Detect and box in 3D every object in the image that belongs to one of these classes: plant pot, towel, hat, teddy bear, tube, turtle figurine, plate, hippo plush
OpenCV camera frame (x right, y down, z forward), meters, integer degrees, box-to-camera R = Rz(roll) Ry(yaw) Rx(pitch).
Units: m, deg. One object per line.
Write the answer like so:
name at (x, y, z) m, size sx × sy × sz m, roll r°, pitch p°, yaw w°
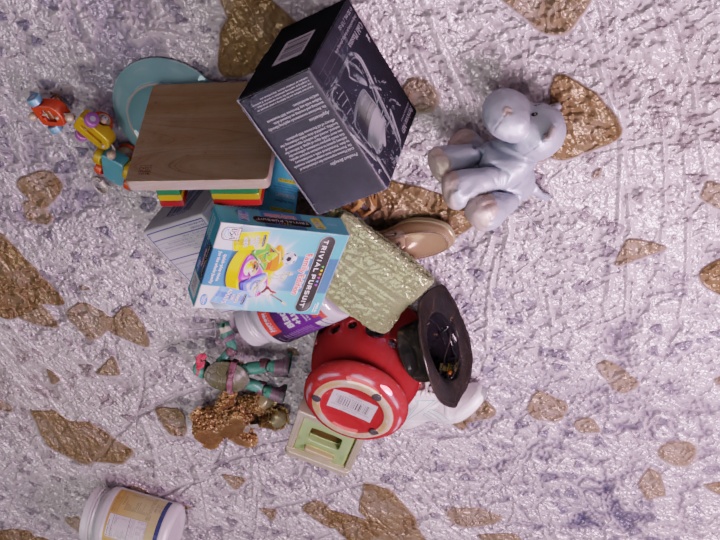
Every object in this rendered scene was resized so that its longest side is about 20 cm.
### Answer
plant pot at (0.007, 0.171, 1.743) m, size 0.199 × 0.183 × 0.201 m, roll 11°, pitch 134°, yaw 11°
towel at (0.000, 0.000, 1.594) m, size 0.200 × 0.037 × 0.148 m, roll 35°, pitch 120°, yaw -13°
hat at (0.108, 0.122, 1.664) m, size 0.080 × 0.201 × 0.201 m, roll -6°, pitch 128°, yaw 29°
teddy bear at (-0.232, 0.280, 2.007) m, size 0.200 × 0.067 × 0.145 m, roll -34°, pitch 122°, yaw 31°
tube at (-0.130, -0.070, 1.572) m, size 0.077 × 0.201 × 0.050 m, roll 9°, pitch -179°, yaw -25°
turtle figurine at (-0.229, 0.180, 1.892) m, size 0.199 × 0.101 × 0.150 m, roll 12°, pitch 133°, yaw 1°
plate at (-0.293, -0.233, 1.598) m, size 0.199 × 0.026 × 0.201 m, roll 9°, pitch 131°, yaw 10°
hippo plush at (0.205, -0.151, 1.407) m, size 0.199 × 0.160 × 0.161 m, roll 29°, pitch 133°, yaw -7°

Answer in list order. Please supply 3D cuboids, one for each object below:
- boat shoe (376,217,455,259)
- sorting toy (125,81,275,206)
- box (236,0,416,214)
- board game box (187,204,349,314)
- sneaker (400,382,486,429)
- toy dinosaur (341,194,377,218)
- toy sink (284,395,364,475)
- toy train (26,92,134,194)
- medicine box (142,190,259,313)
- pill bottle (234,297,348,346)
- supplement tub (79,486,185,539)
boat shoe at (0.053, -0.030, 1.628) m, size 0.199 × 0.065 × 0.071 m, roll -11°, pitch 125°, yaw 27°
sorting toy at (-0.212, -0.177, 1.487) m, size 0.199 × 0.200 × 0.070 m, roll -1°, pitch 141°, yaw 7°
box at (-0.038, -0.221, 1.401) m, size 0.123 × 0.201 × 0.197 m, roll -17°, pitch 123°, yaw 29°
board game box at (-0.134, -0.012, 1.508) m, size 0.199 × 0.047 × 0.152 m, roll 5°, pitch 126°, yaw -27°
sneaker at (0.126, 0.226, 1.824) m, size 0.199 × 0.071 × 0.080 m, roll -16°, pitch 121°, yaw 30°
toy dinosaur at (-0.030, -0.092, 1.608) m, size 0.106 × 0.060 × 0.201 m, roll -8°, pitch 105°, yaw 30°
toy sink at (-0.057, 0.290, 1.896) m, size 0.130 × 0.112 × 0.200 m, roll 22°, pitch 141°, yaw 0°
toy train at (-0.429, -0.211, 1.649) m, size 0.150 × 0.056 × 0.200 m, roll 3°, pitch 140°, yaw 40°
medicine box at (-0.211, -0.039, 1.654) m, size 0.182 × 0.103 × 0.200 m, roll -11°, pitch 128°, yaw 49°
pill bottle at (-0.112, 0.057, 1.728) m, size 0.199 × 0.112 × 0.112 m, roll -25°, pitch 118°, yaw 34°
supplement tub at (-0.498, 0.557, 2.274) m, size 0.199 × 0.145 × 0.145 m, roll 14°, pitch 133°, yaw 7°
